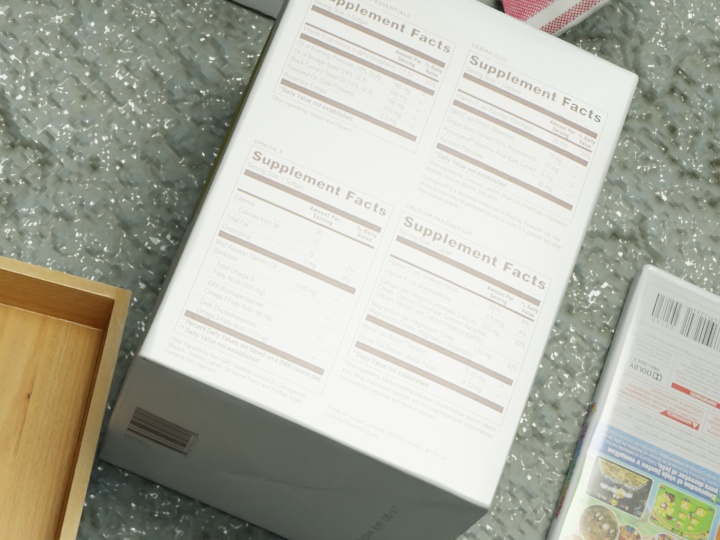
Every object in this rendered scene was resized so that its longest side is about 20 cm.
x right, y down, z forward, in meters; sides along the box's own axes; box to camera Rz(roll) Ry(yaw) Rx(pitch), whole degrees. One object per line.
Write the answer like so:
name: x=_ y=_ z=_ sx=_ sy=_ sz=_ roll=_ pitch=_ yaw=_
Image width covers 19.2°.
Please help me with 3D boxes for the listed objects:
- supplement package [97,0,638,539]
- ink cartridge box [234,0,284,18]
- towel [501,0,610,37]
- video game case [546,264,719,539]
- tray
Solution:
supplement package: x=0.000 y=0.000 z=0.899 sx=0.150 sy=0.152 sz=0.201 roll=23 pitch=67 yaw=-5
ink cartridge box: x=-0.005 y=-0.217 z=0.949 sx=0.083 sy=0.200 sz=0.146 roll=20 pitch=67 yaw=-4
towel: x=0.104 y=-0.223 z=1.014 sx=0.030 sy=0.146 sz=0.202 roll=0 pitch=70 yaw=-38
video game case: x=0.162 y=0.113 z=0.975 sx=0.142 sy=0.018 sz=0.201 roll=24 pitch=67 yaw=-6
tray: x=-0.162 y=0.087 z=0.869 sx=0.098 sy=0.037 sz=0.202 roll=15 pitch=56 yaw=-9
